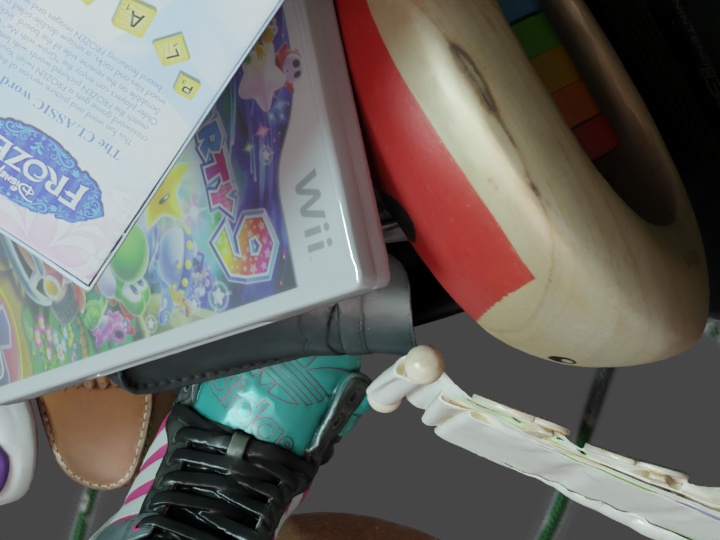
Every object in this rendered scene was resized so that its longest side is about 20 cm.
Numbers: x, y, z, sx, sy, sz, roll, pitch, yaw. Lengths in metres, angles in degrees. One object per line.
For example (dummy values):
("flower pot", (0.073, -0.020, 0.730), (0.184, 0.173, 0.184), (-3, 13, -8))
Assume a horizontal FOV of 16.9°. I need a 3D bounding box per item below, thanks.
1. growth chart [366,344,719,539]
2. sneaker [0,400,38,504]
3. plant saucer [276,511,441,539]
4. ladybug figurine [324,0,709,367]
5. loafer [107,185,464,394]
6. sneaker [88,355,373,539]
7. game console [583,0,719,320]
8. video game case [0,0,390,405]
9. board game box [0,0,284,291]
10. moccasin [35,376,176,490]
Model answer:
("growth chart", (0.091, 0.074, 0.876), (0.199, 0.145, 0.018), (24, 80, -11))
("sneaker", (-0.232, 0.046, 1.007), (0.199, 0.088, 0.081), (30, 130, 22))
("plant saucer", (0.000, 0.199, 1.052), (0.199, 0.035, 0.202), (9, 121, 15))
("ladybug figurine", (0.042, -0.052, 0.799), (0.072, 0.136, 0.201), (-31, 83, 24))
("loafer", (0.000, 0.000, 0.868), (0.199, 0.071, 0.068), (-22, 144, -6))
("sneaker", (-0.047, 0.073, 0.914), (0.083, 0.200, 0.121), (23, 108, -2))
("game console", (0.163, -0.096, 0.840), (0.175, 0.116, 0.201), (-5, 119, 56))
("video game case", (-0.078, -0.043, 0.820), (0.199, 0.018, 0.144), (-18, 81, 43))
("board game box", (-0.106, -0.125, 0.671), (0.199, 0.041, 0.200), (34, 118, -8))
("moccasin", (-0.107, 0.001, 0.956), (0.073, 0.078, 0.203), (14, 121, 13))
